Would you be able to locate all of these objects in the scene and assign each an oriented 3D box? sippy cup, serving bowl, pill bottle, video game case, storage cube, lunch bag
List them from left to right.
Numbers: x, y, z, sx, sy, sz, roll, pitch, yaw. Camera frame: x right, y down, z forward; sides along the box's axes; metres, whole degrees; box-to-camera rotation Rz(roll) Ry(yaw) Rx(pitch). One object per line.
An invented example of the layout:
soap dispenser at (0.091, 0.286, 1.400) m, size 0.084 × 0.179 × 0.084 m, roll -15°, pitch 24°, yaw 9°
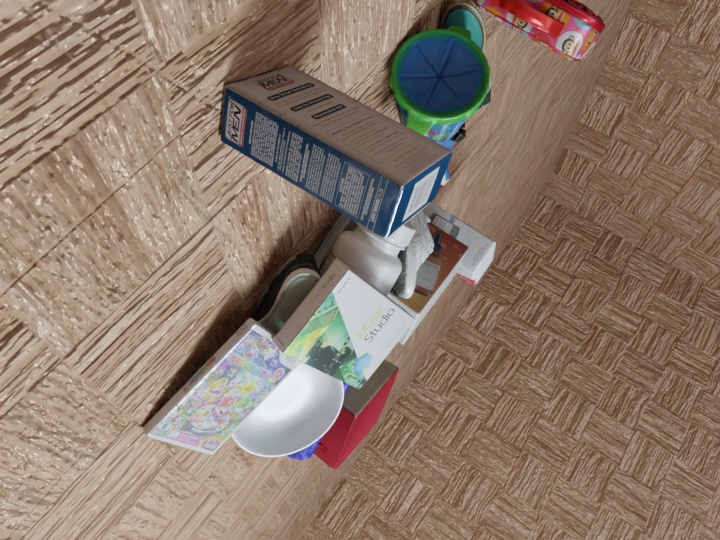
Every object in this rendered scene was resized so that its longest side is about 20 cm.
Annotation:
video game case at (-0.181, 0.167, 0.800) m, size 0.200 × 0.018 × 0.143 m, roll -46°, pitch 144°, yaw -2°
serving bowl at (-0.131, 0.212, 0.966) m, size 0.199 × 0.066 × 0.201 m, roll -11°, pitch 118°, yaw -22°
storage cube at (-0.050, 0.260, 1.204) m, size 0.200 × 0.170 × 0.181 m, roll -38°, pitch 153°, yaw -47°
video game case at (-0.008, -0.058, 1.014) m, size 0.183 × 0.023 × 0.200 m, roll -57°, pitch 163°, yaw -2°
pill bottle at (0.000, 0.000, 0.905) m, size 0.201 × 0.114 × 0.114 m, roll -61°, pitch 163°, yaw 12°
sippy cup at (0.107, -0.251, 0.834) m, size 0.177 × 0.140 × 0.130 m, roll -30°, pitch 169°, yaw -7°
lunch bag at (0.270, -0.399, 0.891) m, size 0.176 × 0.200 × 0.082 m, roll -32°, pitch 155°, yaw -56°

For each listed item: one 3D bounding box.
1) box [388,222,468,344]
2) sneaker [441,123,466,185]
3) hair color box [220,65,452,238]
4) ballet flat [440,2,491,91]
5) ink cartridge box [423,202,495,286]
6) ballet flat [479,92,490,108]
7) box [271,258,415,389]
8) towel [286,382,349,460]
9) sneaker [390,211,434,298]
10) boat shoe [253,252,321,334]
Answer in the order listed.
box at (0.080, 0.005, 1.063) m, size 0.200 × 0.152 × 0.107 m, roll -48°, pitch 166°, yaw -37°
sneaker at (0.152, -0.230, 1.054) m, size 0.111 × 0.077 × 0.200 m, roll -48°, pitch 158°, yaw 10°
hair color box at (-0.025, -0.119, 0.548) m, size 0.100 × 0.199 × 0.061 m, roll -38°, pitch 155°, yaw -46°
ballet flat at (0.169, -0.358, 0.911) m, size 0.070 × 0.069 × 0.200 m, roll -54°, pitch 152°, yaw -11°
ink cartridge box at (0.183, -0.064, 1.233) m, size 0.086 × 0.199 × 0.148 m, roll -55°, pitch 163°, yaw -3°
ballet flat at (0.204, -0.334, 1.061) m, size 0.200 × 0.068 × 0.069 m, roll -47°, pitch 153°, yaw -62°
box at (-0.017, 0.085, 0.840) m, size 0.145 × 0.036 × 0.200 m, roll -52°, pitch 138°, yaw 1°
towel at (-0.112, 0.241, 1.045) m, size 0.201 × 0.147 × 0.050 m, roll -62°, pitch -166°, yaw 10°
sneaker at (0.089, -0.039, 0.986) m, size 0.074 × 0.087 × 0.201 m, roll -37°, pitch -143°, yaw 48°
boat shoe at (-0.116, 0.061, 0.843) m, size 0.200 × 0.075 × 0.061 m, roll -49°, pitch -151°, yaw 25°
